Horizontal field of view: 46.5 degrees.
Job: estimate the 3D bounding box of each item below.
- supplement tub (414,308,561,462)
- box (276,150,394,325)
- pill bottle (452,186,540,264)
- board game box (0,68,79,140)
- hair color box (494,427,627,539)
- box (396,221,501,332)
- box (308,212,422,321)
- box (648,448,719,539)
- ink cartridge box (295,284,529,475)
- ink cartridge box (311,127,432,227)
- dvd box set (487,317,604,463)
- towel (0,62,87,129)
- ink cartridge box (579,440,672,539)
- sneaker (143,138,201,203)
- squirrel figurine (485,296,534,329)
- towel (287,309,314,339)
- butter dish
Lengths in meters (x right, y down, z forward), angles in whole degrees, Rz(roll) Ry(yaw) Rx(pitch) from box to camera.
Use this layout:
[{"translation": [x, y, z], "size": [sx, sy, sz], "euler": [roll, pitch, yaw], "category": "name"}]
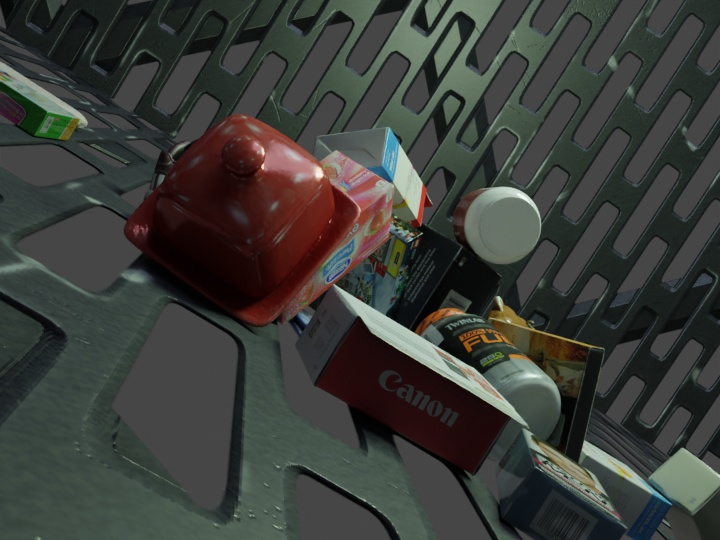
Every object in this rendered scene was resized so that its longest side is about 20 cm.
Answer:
[{"translation": [0.148, 0.135, 1.050], "size": [0.122, 0.123, 0.200], "euler": [30, 9, -35], "category": "supplement tub"}, {"translation": [-0.061, -0.044, 1.015], "size": [0.102, 0.200, 0.095], "euler": [34, -35, 24], "category": "box"}, {"translation": [0.203, -0.067, 1.248], "size": [0.112, 0.113, 0.200], "euler": [33, 3, -4], "category": "pill bottle"}, {"translation": [-0.521, -0.262, 1.210], "size": [0.199, 0.040, 0.153], "euler": [33, 4, -5], "category": "board game box"}, {"translation": [0.195, 0.227, 0.848], "size": [0.099, 0.061, 0.200], "euler": [33, 3, 6], "category": "hair color box"}, {"translation": [0.077, 0.030, 1.304], "size": [0.117, 0.197, 0.200], "euler": [30, 5, -42], "category": "box"}, {"translation": [0.000, 0.000, 1.162], "size": [0.136, 0.201, 0.038], "euler": [35, 41, 25], "category": "box"}, {"translation": [0.466, 0.337, 1.146], "size": [0.082, 0.068, 0.200], "euler": [42, -12, 51], "category": "box"}, {"translation": [0.047, 0.115, 0.850], "size": [0.199, 0.084, 0.176], "euler": [32, 4, -16], "category": "ink cartridge box"}, {"translation": [0.020, -0.116, 1.212], "size": [0.115, 0.068, 0.200], "euler": [-3, -29, 24], "category": "ink cartridge box"}, {"translation": [0.218, 0.149, 1.080], "size": [0.029, 0.148, 0.200], "euler": [13, 2, -30], "category": "dvd box set"}, {"translation": [-0.576, -0.308, 1.412], "size": [0.190, 0.032, 0.200], "euler": [33, 3, 3], "category": "towel"}, {"translation": [0.290, 0.264, 1.091], "size": [0.199, 0.068, 0.115], "euler": [31, 4, -21], "category": "ink cartridge box"}, {"translation": [-0.211, -0.126, 1.201], "size": [0.075, 0.117, 0.199], "euler": [12, 2, 40], "category": "sneaker"}, {"translation": [0.236, 0.132, 1.523], "size": [0.198, 0.142, 0.187], "euler": [7, 40, -4], "category": "squirrel figurine"}, {"translation": [-0.009, 0.098, 1.057], "size": [0.199, 0.024, 0.147], "euler": [31, 4, -23], "category": "towel"}, {"translation": [-0.120, -0.081, 0.868], "size": [0.199, 0.200, 0.148], "euler": [34, -28, 11], "category": "butter dish"}]
